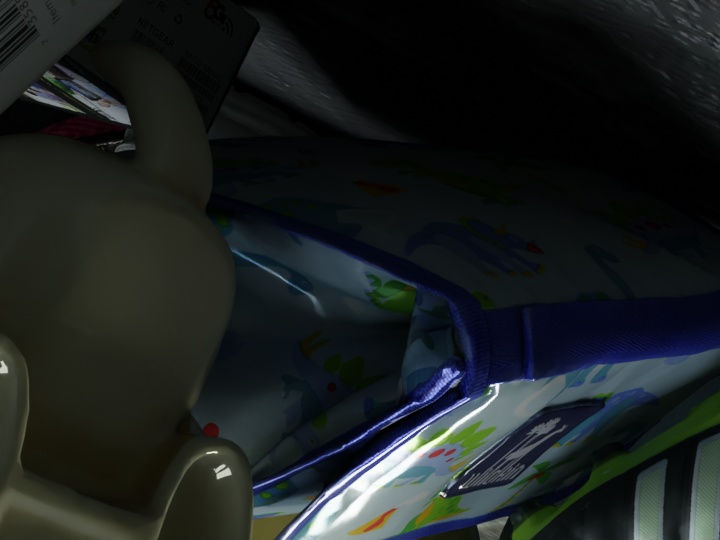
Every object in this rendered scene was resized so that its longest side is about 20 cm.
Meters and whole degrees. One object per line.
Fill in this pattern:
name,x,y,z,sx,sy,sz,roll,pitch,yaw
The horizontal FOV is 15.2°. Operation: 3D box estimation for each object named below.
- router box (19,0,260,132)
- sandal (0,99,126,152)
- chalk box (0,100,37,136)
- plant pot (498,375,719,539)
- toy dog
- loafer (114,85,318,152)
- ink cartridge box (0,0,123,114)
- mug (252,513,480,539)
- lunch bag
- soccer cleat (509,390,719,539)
router box,-0.149,-0.116,0.855,0.149,0.051,0.200,16,166,46
sandal,-0.103,-0.027,1.016,0.199,0.076,0.045,5,180,-31
chalk box,-0.120,-0.006,1.123,0.200,0.125,0.124,34,166,-39
plant pot,0.130,0.159,0.971,0.196,0.197,0.200,31,152,-22
toy dog,-0.140,0.023,0.743,0.199,0.195,0.139,6,174,41
loafer,0.000,0.000,0.989,0.199,0.070,0.070,26,162,2
ink cartridge box,-0.159,-0.062,0.670,0.068,0.200,0.115,15,142,47
mug,-0.019,0.141,0.961,0.149,0.154,0.186,25,-178,-35
lunch bag,0.006,0.019,0.815,0.199,0.128,0.170,-5,-178,39
soccer cleat,0.110,0.079,0.810,0.081,0.200,0.067,59,-156,15
